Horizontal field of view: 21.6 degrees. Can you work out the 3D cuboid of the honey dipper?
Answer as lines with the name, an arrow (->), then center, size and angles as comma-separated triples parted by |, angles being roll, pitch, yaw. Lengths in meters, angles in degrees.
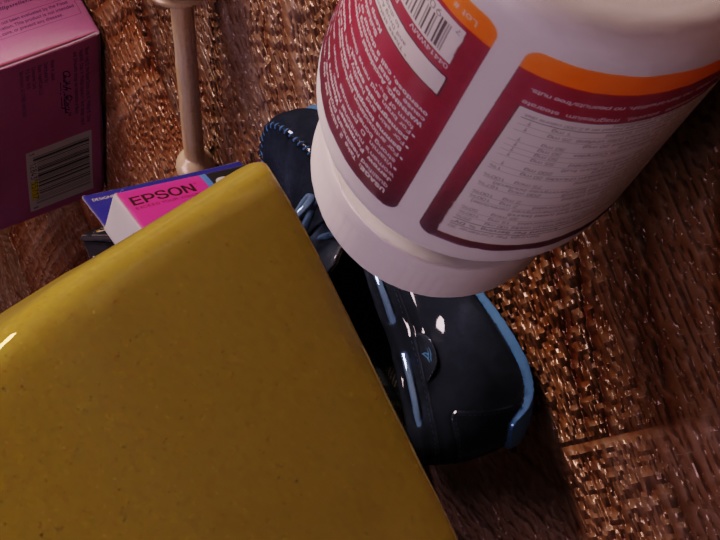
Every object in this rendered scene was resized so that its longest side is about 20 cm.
honey dipper -> -0.091, -0.114, 1.001 | 0.038, 0.038, 0.201 | 56, 161, 31

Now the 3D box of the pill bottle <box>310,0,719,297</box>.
pill bottle -> 0.046, -0.069, 0.565 | 0.110, 0.109, 0.200 | 63, 160, 13

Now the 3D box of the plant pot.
plant pot -> -0.115, 0.102, 0.768 | 0.194, 0.199, 0.197 | -25, 92, 51

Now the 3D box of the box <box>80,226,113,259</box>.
box -> -0.104, 0.065, 1.194 | 0.198, 0.049, 0.202 | 6, 115, 67

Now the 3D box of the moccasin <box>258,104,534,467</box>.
moccasin -> 0.000, 0.000, 0.817 | 0.200, 0.068, 0.081 | 51, 154, 38

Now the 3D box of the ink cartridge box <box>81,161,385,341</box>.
ink cartridge box -> -0.057, -0.007, 0.918 | 0.200, 0.094, 0.037 | 46, 141, 47

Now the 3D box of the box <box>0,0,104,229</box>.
box -> -0.258, -0.163, 1.292 | 0.201, 0.096, 0.177 | 57, 158, 26
